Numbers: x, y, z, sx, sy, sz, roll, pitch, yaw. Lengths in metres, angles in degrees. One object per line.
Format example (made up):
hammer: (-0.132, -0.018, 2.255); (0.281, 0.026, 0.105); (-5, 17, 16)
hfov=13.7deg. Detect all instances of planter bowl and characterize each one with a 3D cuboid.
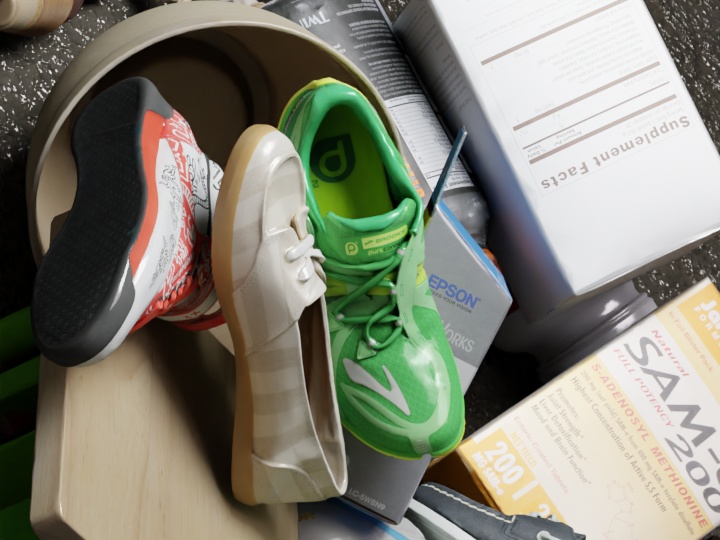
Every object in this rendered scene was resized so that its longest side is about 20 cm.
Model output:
planter bowl: (-0.089, -0.059, 1.609); (0.200, 0.200, 0.135); (35, 9, -26)

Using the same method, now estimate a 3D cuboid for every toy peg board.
toy peg board: (-0.124, 0.112, 1.491); (0.199, 0.098, 0.200); (47, 29, -39)

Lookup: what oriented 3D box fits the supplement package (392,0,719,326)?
supplement package: (0.119, -0.087, 1.757); (0.120, 0.121, 0.200); (-25, 86, -13)

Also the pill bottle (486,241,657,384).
pill bottle: (0.100, -0.023, 1.863); (0.200, 0.112, 0.112); (55, 32, 3)

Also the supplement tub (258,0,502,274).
supplement tub: (-0.004, -0.058, 1.754); (0.122, 0.122, 0.200); (-8, 67, -54)

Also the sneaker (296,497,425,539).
sneaker: (0.032, 0.180, 1.621); (0.200, 0.076, 0.081); (37, 27, -31)

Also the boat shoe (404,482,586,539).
boat shoe: (0.107, 0.170, 1.648); (0.200, 0.076, 0.060); (35, 69, 20)

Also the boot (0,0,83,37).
boot: (-0.226, -0.217, 1.696); (0.200, 0.072, 0.166); (51, 20, -1)

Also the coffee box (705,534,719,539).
coffee box: (0.195, 0.262, 1.744); (0.114, 0.080, 0.200); (46, 33, -12)

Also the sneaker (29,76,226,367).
sneaker: (-0.096, 0.001, 1.449); (0.108, 0.067, 0.202); (50, 25, -29)

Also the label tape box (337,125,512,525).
label tape box: (0.038, 0.027, 1.613); (0.063, 0.200, 0.144); (26, 4, -1)

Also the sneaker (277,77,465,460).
sneaker: (0.000, 0.000, 1.498); (0.084, 0.074, 0.200); (114, -42, -82)

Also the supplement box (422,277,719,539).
supplement box: (0.153, 0.111, 1.752); (0.200, 0.074, 0.126); (-33, 86, -24)

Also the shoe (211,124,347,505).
shoe: (-0.034, 0.024, 1.468); (0.070, 0.053, 0.200); (-47, 140, -58)

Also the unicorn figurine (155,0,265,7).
unicorn figurine: (-0.053, -0.195, 1.841); (0.200, 0.074, 0.137); (7, 16, -35)
